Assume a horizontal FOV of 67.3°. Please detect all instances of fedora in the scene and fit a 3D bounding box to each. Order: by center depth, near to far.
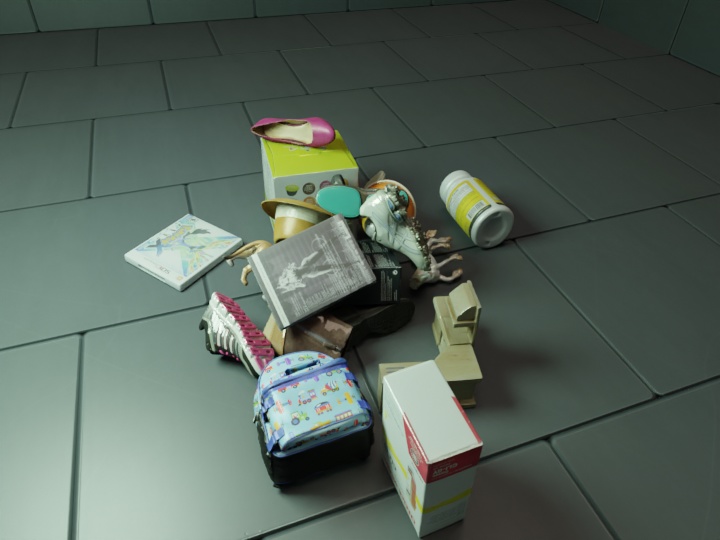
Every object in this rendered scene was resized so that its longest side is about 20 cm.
[{"bbox_3d":[-0.119,-0.077,1.097,0.196,0.201,0.083,12,78,12],"label":"fedora"}]

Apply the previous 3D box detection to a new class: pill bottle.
[{"bbox_3d":[0.281,-0.157,1.338,0.112,0.116,0.201,-11,42,-16],"label":"pill bottle"}]

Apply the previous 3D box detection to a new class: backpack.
[{"bbox_3d":[-0.085,0.208,0.864,0.179,0.136,0.201,-12,43,-16],"label":"backpack"}]

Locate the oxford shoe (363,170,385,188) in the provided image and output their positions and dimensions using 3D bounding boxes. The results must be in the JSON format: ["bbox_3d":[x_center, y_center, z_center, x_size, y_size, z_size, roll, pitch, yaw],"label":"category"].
[{"bbox_3d":[0.045,-0.203,1.431,0.058,0.075,0.201,40,26,-19],"label":"oxford shoe"}]

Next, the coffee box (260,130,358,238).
[{"bbox_3d":[-0.124,-0.198,1.299,0.195,0.201,0.202,-9,41,-13],"label":"coffee box"}]

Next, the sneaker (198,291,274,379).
[{"bbox_3d":[-0.231,0.135,0.992,0.200,0.088,0.073,46,13,26],"label":"sneaker"}]

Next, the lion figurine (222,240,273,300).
[{"bbox_3d":[-0.174,-0.002,1.099,0.122,0.200,0.072,-43,37,-2],"label":"lion figurine"}]

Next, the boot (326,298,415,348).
[{"bbox_3d":[0.001,0.074,1.091,0.197,0.069,0.131,-17,38,-24],"label":"boot"}]

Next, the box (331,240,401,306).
[{"bbox_3d":[0.000,0.000,1.115,0.138,0.081,0.200,0,18,-6],"label":"box"}]

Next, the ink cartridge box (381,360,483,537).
[{"bbox_3d":[0.092,0.256,0.769,0.082,0.203,0.146,-15,42,-16],"label":"ink cartridge box"}]

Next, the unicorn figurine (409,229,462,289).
[{"bbox_3d":[0.156,-0.015,1.206,0.135,0.075,0.201,-16,28,-6],"label":"unicorn figurine"}]

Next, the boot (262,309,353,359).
[{"bbox_3d":[-0.084,0.078,1.011,0.163,0.072,0.204,18,86,17],"label":"boot"}]

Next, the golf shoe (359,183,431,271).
[{"bbox_3d":[0.073,-0.073,1.087,0.096,0.202,0.079,-24,24,20],"label":"golf shoe"}]

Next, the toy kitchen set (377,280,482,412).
[{"bbox_3d":[0.113,0.115,0.965,0.176,0.166,0.202,-2,39,-5],"label":"toy kitchen set"}]

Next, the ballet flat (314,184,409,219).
[{"bbox_3d":[0.002,-0.136,1.113,0.195,0.070,0.068,2,-2,-8],"label":"ballet flat"}]

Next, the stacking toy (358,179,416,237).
[{"bbox_3d":[0.045,-0.119,1.212,0.143,0.149,0.200,10,17,9],"label":"stacking toy"}]

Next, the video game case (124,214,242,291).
[{"bbox_3d":[-0.403,-0.048,1.244,0.180,0.022,0.200,23,44,23],"label":"video game case"}]

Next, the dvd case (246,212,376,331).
[{"bbox_3d":[-0.089,-0.001,0.994,0.197,0.016,0.151,-26,75,-11],"label":"dvd case"}]

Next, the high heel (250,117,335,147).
[{"bbox_3d":[-0.151,-0.307,1.217,0.197,0.069,0.096,12,26,36],"label":"high heel"}]

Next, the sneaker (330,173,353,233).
[{"bbox_3d":[-0.076,-0.111,1.205,0.113,0.203,0.076,-8,34,-1],"label":"sneaker"}]
